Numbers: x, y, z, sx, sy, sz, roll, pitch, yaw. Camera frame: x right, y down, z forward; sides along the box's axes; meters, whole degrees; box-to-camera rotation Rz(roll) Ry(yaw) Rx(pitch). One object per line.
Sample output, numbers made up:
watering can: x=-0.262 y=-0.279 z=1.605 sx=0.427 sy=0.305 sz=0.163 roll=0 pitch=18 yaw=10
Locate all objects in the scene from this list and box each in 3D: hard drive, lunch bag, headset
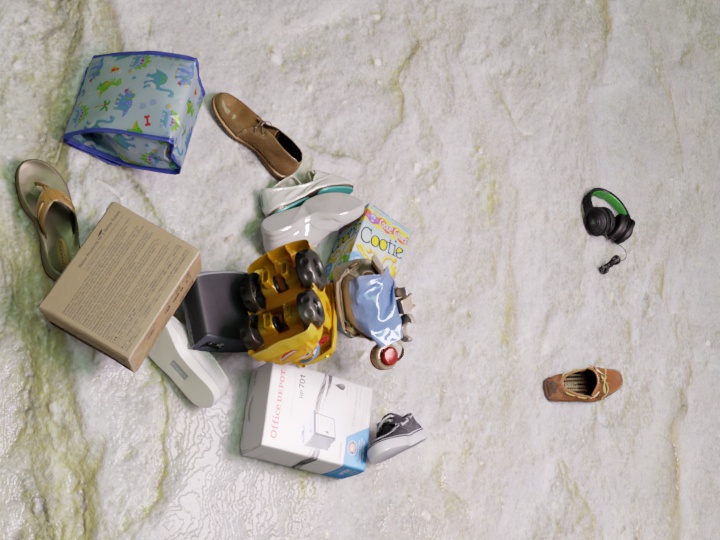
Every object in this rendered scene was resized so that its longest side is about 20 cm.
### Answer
hard drive: x=-0.204 y=0.064 z=1.537 sx=0.198 sy=0.042 sz=0.138 roll=5 pitch=68 yaw=-51
lunch bag: x=-0.373 y=-0.265 z=1.537 sx=0.196 sy=0.128 sz=0.173 roll=10 pitch=63 yaw=3
headset: x=0.560 y=-0.094 z=2.126 sx=0.121 sy=0.094 sz=0.203 roll=16 pitch=49 yaw=-23

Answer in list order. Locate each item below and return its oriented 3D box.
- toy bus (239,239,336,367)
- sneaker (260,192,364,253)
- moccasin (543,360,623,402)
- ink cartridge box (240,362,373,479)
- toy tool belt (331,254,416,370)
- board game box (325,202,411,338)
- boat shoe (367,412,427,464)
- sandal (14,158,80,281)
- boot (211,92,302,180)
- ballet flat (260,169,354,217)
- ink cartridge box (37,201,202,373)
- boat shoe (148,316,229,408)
toy bus: x=-0.096 y=0.087 z=1.514 sx=0.193 sy=0.134 sz=0.202 roll=55 pitch=21 yaw=-41
sneaker: x=-0.084 y=-0.074 z=1.670 sx=0.197 sy=0.090 sz=0.075 roll=-19 pitch=39 yaw=-19
moccasin: x=0.471 y=0.229 z=1.926 sx=0.198 sy=0.077 sz=0.075 roll=6 pitch=69 yaw=-31
ink cartridge box: x=-0.087 y=0.249 z=1.552 sx=0.197 sy=0.085 sz=0.149 roll=20 pitch=63 yaw=-27
toy tool belt: x=0.032 y=0.073 z=1.543 sx=0.123 sy=0.122 sz=0.204 roll=-25 pitch=99 yaw=-28
board game box: x=0.000 y=0.000 z=1.689 sx=0.102 sy=0.104 sz=0.203 roll=33 pitch=57 yaw=-19
boat shoe: x=0.056 y=0.280 z=1.606 sx=0.069 sy=0.071 sz=0.199 roll=61 pitch=23 yaw=13
sandal: x=-0.473 y=-0.082 z=1.442 sx=0.079 sy=0.054 sz=0.204 roll=-12 pitch=79 yaw=-35
boot: x=-0.182 y=-0.256 z=1.686 sx=0.200 sy=0.075 sz=0.074 roll=43 pitch=57 yaw=-11
ballet flat: x=-0.099 y=-0.150 z=1.710 sx=0.197 sy=0.069 sz=0.071 roll=-21 pitch=84 yaw=-33
ink cartridge box: x=-0.358 y=0.024 z=1.413 sx=0.163 sy=0.075 sz=0.202 roll=28 pitch=69 yaw=6
boat shoe: x=-0.282 y=0.123 z=1.486 sx=0.200 sy=0.072 sz=0.069 roll=47 pitch=33 yaw=-1
